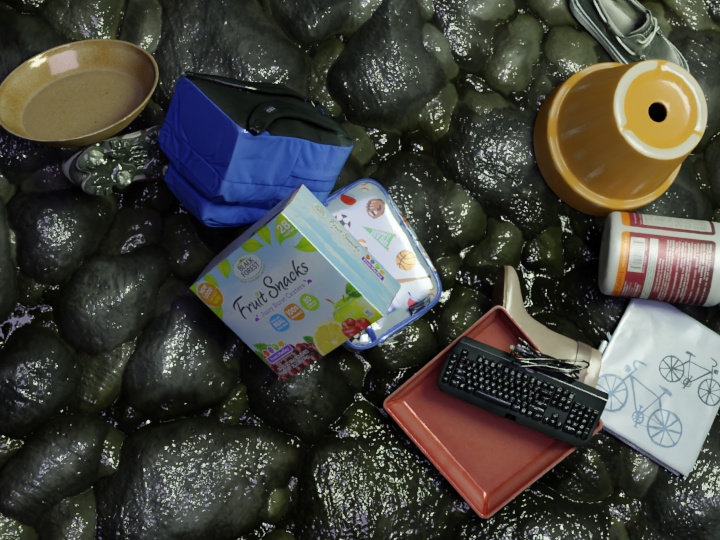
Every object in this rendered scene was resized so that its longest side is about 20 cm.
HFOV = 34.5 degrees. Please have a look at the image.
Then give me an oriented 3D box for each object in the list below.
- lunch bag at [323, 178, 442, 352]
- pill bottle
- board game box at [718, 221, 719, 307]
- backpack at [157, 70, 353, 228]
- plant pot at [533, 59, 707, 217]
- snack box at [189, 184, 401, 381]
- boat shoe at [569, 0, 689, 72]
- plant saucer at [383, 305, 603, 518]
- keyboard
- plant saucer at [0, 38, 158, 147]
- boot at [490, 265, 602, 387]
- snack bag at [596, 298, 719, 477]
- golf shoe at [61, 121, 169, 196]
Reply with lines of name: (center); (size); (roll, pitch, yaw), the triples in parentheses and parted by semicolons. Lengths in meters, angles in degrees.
lunch bag: (0.000, 0.000, 1.454); (0.159, 0.076, 0.201); (-30, 88, -11)
pill bottle: (0.413, -0.012, 1.497); (0.198, 0.110, 0.111); (7, 81, 5)
board game box: (0.575, 0.001, 1.584); (0.199, 0.041, 0.201); (-29, 89, -13)
backpack: (-0.125, -0.140, 1.390); (0.199, 0.169, 0.163); (-3, 41, -44)
plant pot: (0.345, -0.184, 1.490); (0.198, 0.183, 0.202); (2, 82, -11)
snack box: (-0.079, 0.019, 1.361); (0.169, 0.200, 0.068); (46, 41, -11)
boat shoe: (0.369, -0.319, 1.570); (0.199, 0.071, 0.072); (37, 77, -5)
plant saucer: (0.164, 0.174, 1.447); (0.200, 0.037, 0.200); (-41, 92, 15)
keyboard: (0.197, 0.138, 1.396); (0.198, 0.040, 0.105); (21, 104, 4)
plant saucer: (-0.336, -0.206, 1.389); (0.198, 0.036, 0.201); (-5, 45, 5)
boot: (0.236, 0.102, 1.484); (0.145, 0.070, 0.202); (7, 94, -3)
snack bag: (0.396, 0.142, 1.541); (0.188, 0.021, 0.201); (31, 78, -7)
golf shoe: (-0.268, -0.143, 1.417); (0.199, 0.088, 0.078); (-13, 107, -37)
